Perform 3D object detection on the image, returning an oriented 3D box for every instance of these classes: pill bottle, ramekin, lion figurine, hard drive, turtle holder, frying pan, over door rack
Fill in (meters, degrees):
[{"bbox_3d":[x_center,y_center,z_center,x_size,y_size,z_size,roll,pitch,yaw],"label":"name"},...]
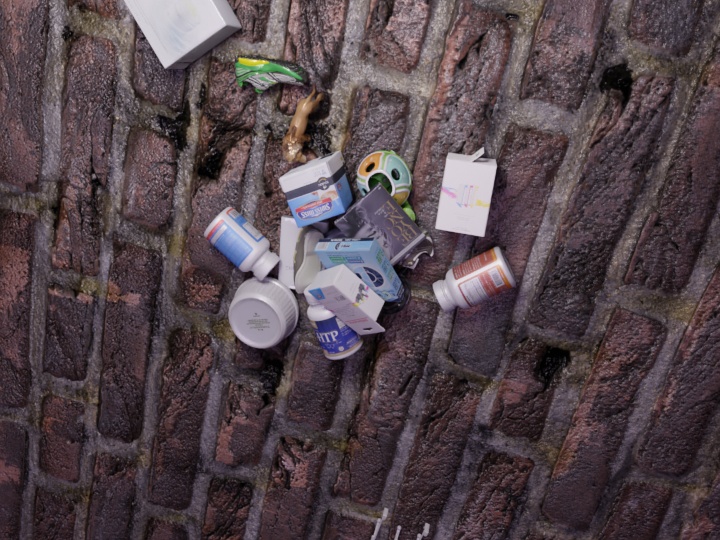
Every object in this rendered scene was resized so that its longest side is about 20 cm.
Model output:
[{"bbox_3d":[-0.318,-0.068,1.723,0.200,0.112,0.112,43,109,-4],"label":"pill bottle"},{"bbox_3d":[0.295,0.029,1.651,0.198,0.112,0.113,-27,101,17],"label":"pill bottle"},{"bbox_3d":[-0.278,0.125,1.774,0.199,0.094,0.205,6,114,12],"label":"ramekin"},{"bbox_3d":[-0.150,-0.373,1.595,0.071,0.123,0.203,14,108,5],"label":"lion figurine"},{"bbox_3d":[-0.159,-0.044,1.750,0.130,0.026,0.203,8,108,7],"label":"hard drive"},{"bbox_3d":[-0.078,0.129,1.729,0.118,0.120,0.202,-16,111,14],"label":"pill bottle"},{"bbox_3d":[0.062,-0.207,1.606,0.139,0.132,0.188,-6,106,10],"label":"turtle holder"},{"bbox_3d":[0.091,0.029,1.709,0.114,0.031,0.193,4,105,-28],"label":"frying pan"},{"bbox_3d":[0.121,0.799,1.934,0.146,0.067,0.202,19,130,3],"label":"over door rack"}]

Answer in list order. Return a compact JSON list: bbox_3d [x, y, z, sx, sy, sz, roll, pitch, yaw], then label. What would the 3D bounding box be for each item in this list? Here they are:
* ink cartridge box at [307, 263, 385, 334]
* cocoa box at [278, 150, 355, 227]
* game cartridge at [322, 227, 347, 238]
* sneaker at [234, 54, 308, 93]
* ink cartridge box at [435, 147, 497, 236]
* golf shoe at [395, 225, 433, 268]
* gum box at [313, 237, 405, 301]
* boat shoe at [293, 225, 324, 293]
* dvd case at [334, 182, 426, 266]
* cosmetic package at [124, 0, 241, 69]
[{"bbox_3d":[-0.022,0.079,1.625,0.200,0.068,0.114,43,147,-25],"label":"ink cartridge box"},{"bbox_3d":[-0.102,-0.208,1.597,0.132,0.200,0.133,-17,105,13],"label":"cocoa box"},{"bbox_3d":[-0.025,-0.024,1.715,0.132,0.041,0.202,-21,109,14],"label":"game cartridge"},{"bbox_3d":[-0.224,-0.492,1.604,0.197,0.078,0.086,13,116,15],"label":"sneaker"},{"bbox_3d":[0.264,-0.205,1.575,0.123,0.129,0.203,9,108,7],"label":"ink cartridge box"},{"bbox_3d":[0.101,-0.037,1.654,0.198,0.078,0.095,-26,95,-1],"label":"golf shoe"},{"bbox_3d":[0.000,0.000,1.604,0.168,0.045,0.201,1,141,33],"label":"gum box"},{"bbox_3d":[-0.147,-0.032,1.705,0.060,0.071,0.204,47,134,39],"label":"boat shoe"},{"bbox_3d":[0.052,-0.100,1.567,0.148,0.016,0.200,-40,121,9],"label":"dvd case"},{"bbox_3d":[-0.439,-0.640,1.562,0.198,0.123,0.201,-28,101,15],"label":"cosmetic package"}]
